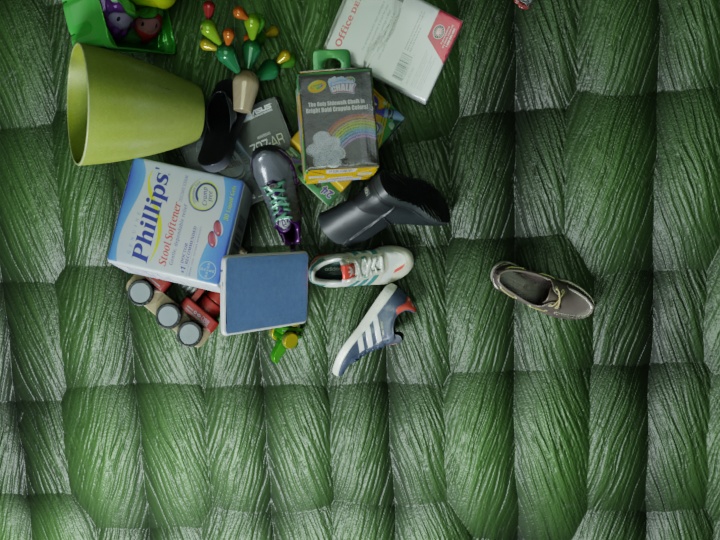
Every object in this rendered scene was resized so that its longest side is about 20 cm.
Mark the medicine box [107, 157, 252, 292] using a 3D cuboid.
[{"bbox_3d":[-0.304,-0.074,1.298,0.196,0.103,0.186,12,81,3],"label":"medicine box"}]

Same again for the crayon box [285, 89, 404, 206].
[{"bbox_3d":[-0.034,-0.230,1.321,0.125,0.052,0.201,41,84,-4],"label":"crayon box"}]

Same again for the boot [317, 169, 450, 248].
[{"bbox_3d":[0.041,-0.097,1.347,0.167,0.198,0.078,-31,59,38],"label":"boot"}]

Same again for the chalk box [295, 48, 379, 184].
[{"bbox_3d":[-0.041,-0.254,1.235,0.122,0.124,0.205,-4,87,-6],"label":"chalk box"}]

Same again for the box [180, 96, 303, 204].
[{"bbox_3d":[-0.209,-0.200,1.369,0.197,0.044,0.163,-20,98,7],"label":"box"}]

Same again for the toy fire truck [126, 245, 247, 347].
[{"bbox_3d":[-0.305,0.017,1.387,0.175,0.129,0.201,40,82,-7],"label":"toy fire truck"}]

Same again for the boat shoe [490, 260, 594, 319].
[{"bbox_3d":[0.329,0.041,1.361,0.197,0.060,0.073,23,100,0],"label":"boat shoe"}]

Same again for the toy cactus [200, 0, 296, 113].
[{"bbox_3d":[-0.196,-0.353,1.283,0.101,0.199,0.169,7,88,33],"label":"toy cactus"}]

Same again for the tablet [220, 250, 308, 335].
[{"bbox_3d":[-0.161,0.035,1.305,0.013,0.198,0.133,6,97,39],"label":"tablet"}]

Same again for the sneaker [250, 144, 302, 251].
[{"bbox_3d":[-0.133,-0.122,1.303,0.073,0.089,0.201,-16,142,2],"label":"sneaker"}]

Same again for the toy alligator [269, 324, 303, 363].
[{"bbox_3d":[-0.124,0.074,1.408,0.054,0.059,0.204,5,100,-40],"label":"toy alligator"}]

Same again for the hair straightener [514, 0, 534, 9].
[{"bbox_3d":[0.327,-0.529,1.257,0.041,0.077,0.201,38,100,-1],"label":"hair straightener"}]

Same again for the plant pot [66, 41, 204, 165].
[{"bbox_3d":[-0.363,-0.264,1.246,0.197,0.186,0.191,-2,102,-30],"label":"plant pot"}]

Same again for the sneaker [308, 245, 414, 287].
[{"bbox_3d":[-0.001,0.000,1.362,0.195,0.093,0.072,-5,100,5],"label":"sneaker"}]

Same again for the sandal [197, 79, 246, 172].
[{"bbox_3d":[-0.236,-0.259,1.300,0.075,0.203,0.043,-10,144,15],"label":"sandal"}]

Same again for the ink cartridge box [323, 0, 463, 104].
[{"bbox_3d":[0.055,-0.395,1.296,0.197,0.083,0.147,27,100,0],"label":"ink cartridge box"}]

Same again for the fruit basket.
[{"bbox_3d":[-0.364,-0.446,1.260,0.211,0.216,0.159,-11,99,6],"label":"fruit basket"}]

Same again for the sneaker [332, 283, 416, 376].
[{"bbox_3d":[0.028,0.125,1.390,0.084,0.075,0.201,36,100,2],"label":"sneaker"}]
